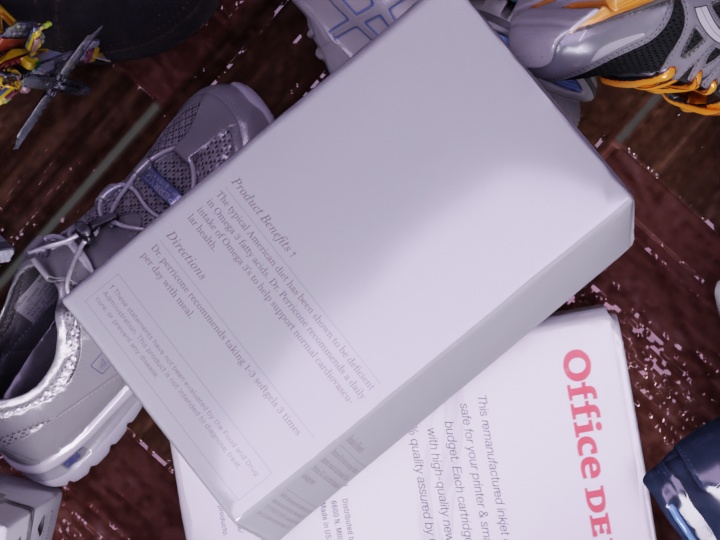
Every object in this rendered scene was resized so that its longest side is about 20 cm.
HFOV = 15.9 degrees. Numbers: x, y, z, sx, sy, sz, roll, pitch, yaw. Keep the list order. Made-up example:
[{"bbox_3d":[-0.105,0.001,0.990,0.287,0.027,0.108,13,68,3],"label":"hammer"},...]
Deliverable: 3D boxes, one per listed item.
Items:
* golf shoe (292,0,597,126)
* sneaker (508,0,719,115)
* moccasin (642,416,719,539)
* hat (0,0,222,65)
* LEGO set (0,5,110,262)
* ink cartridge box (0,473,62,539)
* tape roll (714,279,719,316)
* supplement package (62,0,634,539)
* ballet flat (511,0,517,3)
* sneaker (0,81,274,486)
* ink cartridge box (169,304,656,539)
[{"bbox_3d":[0.003,-0.101,1.135,0.199,0.078,0.098,31,98,3],"label":"golf shoe"},{"bbox_3d":[0.143,-0.100,1.088,0.199,0.078,0.078,-16,106,-39],"label":"sneaker"},{"bbox_3d":[0.167,0.144,1.106,0.068,0.081,0.201,-23,116,-2],"label":"moccasin"},{"bbox_3d":[-0.128,-0.185,1.125,0.199,0.081,0.202,9,120,15],"label":"hat"},{"bbox_3d":[-0.201,-0.041,1.083,0.116,0.153,0.201,42,106,22],"label":"LEGO set"},{"bbox_3d":[-0.182,0.149,1.080,0.066,0.200,0.117,14,91,1],"label":"ink cartridge box"},{"bbox_3d":[0.203,0.089,1.064,0.037,0.203,0.204,-24,89,1],"label":"tape roll"},{"bbox_3d":[0.000,0.000,1.036,0.200,0.117,0.117,-39,78,-1],"label":"supplement package"},{"bbox_3d":[0.031,-0.186,1.112,0.199,0.068,0.067,36,130,13],"label":"ballet flat"},{"bbox_3d":[-0.106,0.002,1.123,0.075,0.082,0.201,34,92,39],"label":"sneaker"},{"bbox_3d":[0.025,0.103,1.128,0.198,0.084,0.147,-9,90,4],"label":"ink cartridge box"}]
